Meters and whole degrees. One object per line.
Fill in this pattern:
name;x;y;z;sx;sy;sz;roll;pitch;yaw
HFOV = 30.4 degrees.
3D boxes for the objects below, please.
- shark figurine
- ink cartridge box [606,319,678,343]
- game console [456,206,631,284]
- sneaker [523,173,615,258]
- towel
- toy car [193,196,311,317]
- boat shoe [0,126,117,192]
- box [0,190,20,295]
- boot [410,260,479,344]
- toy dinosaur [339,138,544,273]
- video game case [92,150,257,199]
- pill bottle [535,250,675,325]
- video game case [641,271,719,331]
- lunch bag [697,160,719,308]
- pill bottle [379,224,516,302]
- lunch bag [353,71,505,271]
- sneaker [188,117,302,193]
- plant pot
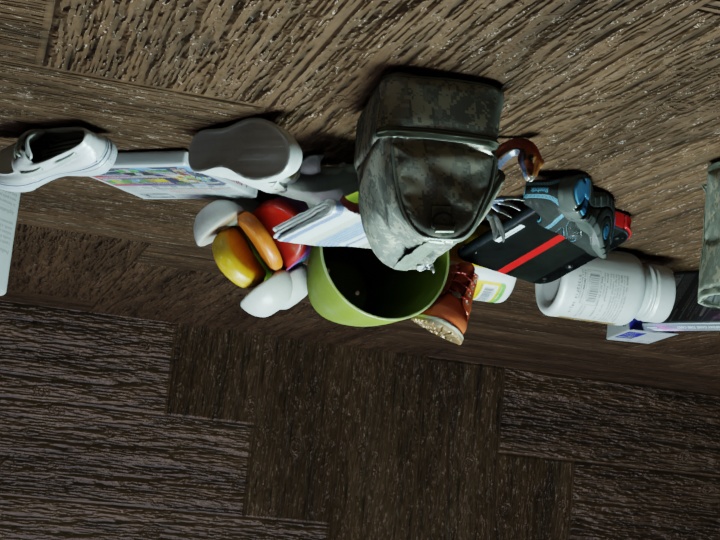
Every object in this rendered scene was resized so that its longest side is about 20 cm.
shark figurine;-0.031;-0.097;1.668;0.212;0.091;0.128;-1;172;33
ink cartridge box;0.584;0.121;2.750;0.098;0.040;0.200;7;172;-5
game console;0.258;-0.044;1.837;0.175;0.031;0.199;18;146;-33
sneaker;0.273;-0.074;1.702;0.081;0.074;0.200;4;161;28
towel;0.009;-0.055;1.621;0.198;0.024;0.146;4;166;-32
toy car;-0.129;-0.042;1.895;0.150;0.176;0.200;-39;174;15
boat shoe;-0.400;-0.151;1.666;0.198;0.074;0.067;-10;150;25
box;-0.646;-0.065;1.961;0.197;0.174;0.199;1;170;22
boot;0.123;0.037;1.819;0.074;0.108;0.200;29;-174;-4
toy dinosaur;0.112;-0.088;1.488;0.199;0.182;0.105;30;-168;-23
video game case;-0.269;-0.130;1.817;0.198;0.023;0.182;2;170;28
pill bottle;0.382;0.025;2.062;0.197;0.116;0.114;8;170;-16
video game case;0.560;0.046;2.094;0.198;0.143;0.019;-2;124;41
lunch bag;0.461;-0.044;1.450;0.117;0.166;0.199;15;167;-38
pill bottle;0.125;-0.020;1.959;0.197;0.113;0.111;9;170;-16
lunch bag;0.066;-0.095;1.373;0.137;0.170;0.200;7;171;-10
sneaker;-0.105;-0.133;1.570;0.115;0.075;0.199;11;179;-39
plant pot;0.000;0.000;1.832;0.185;0.190;0.200;9;162;-18
